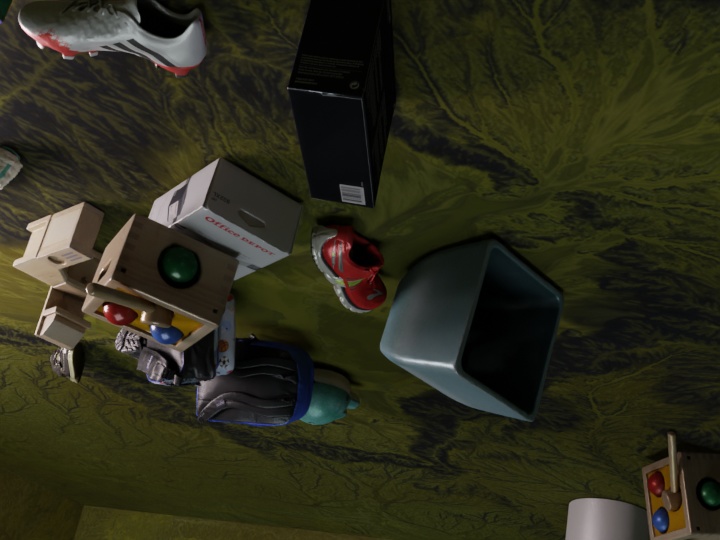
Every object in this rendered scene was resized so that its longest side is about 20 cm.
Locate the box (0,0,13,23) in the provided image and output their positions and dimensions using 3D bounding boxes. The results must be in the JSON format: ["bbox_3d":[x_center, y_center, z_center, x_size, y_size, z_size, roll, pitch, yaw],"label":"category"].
[{"bbox_3d":[-0.487,-0.309,1.076,0.198,0.049,0.117,1,152,27],"label":"box"}]

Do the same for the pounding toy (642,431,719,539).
[{"bbox_3d":[0.631,0.431,1.959,0.140,0.186,0.200,4,157,-12],"label":"pounding toy"}]

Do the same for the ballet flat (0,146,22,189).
[{"bbox_3d":[-0.565,-0.129,1.457,0.071,0.072,0.199,31,149,-35],"label":"ballet flat"}]

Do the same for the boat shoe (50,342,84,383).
[{"bbox_3d":[-0.632,0.196,2.149,0.065,0.073,0.201,10,160,-8],"label":"boat shoe"}]

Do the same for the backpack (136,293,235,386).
[{"bbox_3d":[-0.302,0.110,1.713,0.153,0.203,0.190,13,162,-35],"label":"backpack"}]

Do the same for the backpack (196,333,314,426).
[{"bbox_3d":[-0.183,0.201,1.863,0.198,0.165,0.168,3,-178,20],"label":"backpack"}]

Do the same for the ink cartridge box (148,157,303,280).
[{"bbox_3d":[-0.197,-0.062,1.403,0.144,0.085,0.199,29,151,-28],"label":"ink cartridge box"}]

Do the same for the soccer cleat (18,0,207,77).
[{"bbox_3d":[-0.258,-0.262,1.053,0.198,0.069,0.085,12,146,-7],"label":"soccer cleat"}]

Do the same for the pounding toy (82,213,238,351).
[{"bbox_3d":[-0.282,0.027,1.347,0.183,0.144,0.200,25,152,-20],"label":"pounding toy"}]

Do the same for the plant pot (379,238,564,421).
[{"bbox_3d":[0.143,0.087,1.447,0.199,0.198,0.195,-2,153,45],"label":"plant pot"}]

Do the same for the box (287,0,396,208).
[{"bbox_3d":[-0.013,-0.178,1.018,0.078,0.143,0.201,10,155,9],"label":"box"}]

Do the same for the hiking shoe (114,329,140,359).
[{"bbox_3d":[-0.377,0.157,1.968,0.198,0.077,0.101,13,165,20],"label":"hiking shoe"}]

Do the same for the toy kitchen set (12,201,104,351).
[{"bbox_3d":[-0.431,0.026,1.599,0.179,0.165,0.199,-13,145,42],"label":"toy kitchen set"}]

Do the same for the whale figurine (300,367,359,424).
[{"bbox_3d":[-0.080,0.269,2.009,0.157,0.105,0.201,7,154,10],"label":"whale figurine"}]

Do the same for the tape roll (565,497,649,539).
[{"bbox_3d":[0.603,0.654,2.450,0.200,0.141,0.203,11,155,5],"label":"tape roll"}]

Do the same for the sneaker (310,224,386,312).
[{"bbox_3d":[0.000,0.000,1.458,0.084,0.078,0.200,-7,149,25],"label":"sneaker"}]
